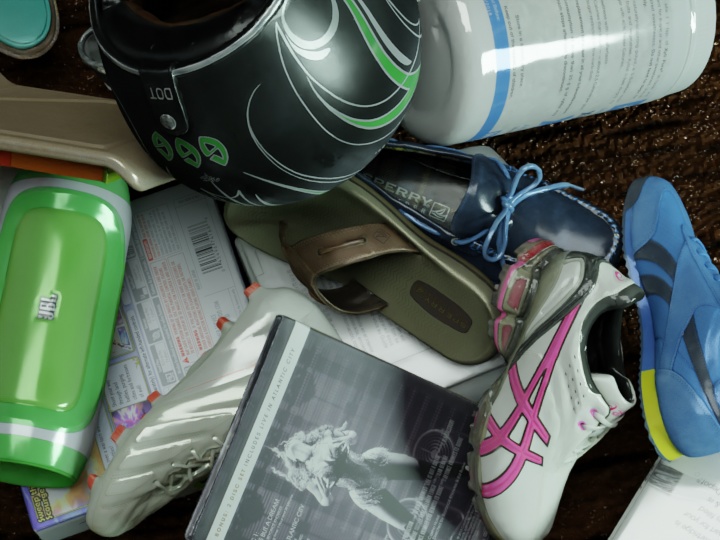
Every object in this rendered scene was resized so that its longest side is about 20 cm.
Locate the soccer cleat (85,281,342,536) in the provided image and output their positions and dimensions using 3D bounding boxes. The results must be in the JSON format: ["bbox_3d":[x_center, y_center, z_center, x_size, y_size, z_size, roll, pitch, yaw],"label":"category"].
[{"bbox_3d":[-0.093,0.097,1.398,0.078,0.069,0.200,40,86,16],"label":"soccer cleat"}]

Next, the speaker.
[{"bbox_3d":[-0.200,0.034,1.427,0.088,0.088,0.200,6,72,6],"label":"speaker"}]

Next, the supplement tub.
[{"bbox_3d":[0.118,-0.161,1.461,0.200,0.132,0.132,-13,69,-27],"label":"supplement tub"}]

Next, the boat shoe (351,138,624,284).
[{"bbox_3d":[0.069,-0.035,1.415,0.200,0.069,0.084,11,71,7],"label":"boat shoe"}]

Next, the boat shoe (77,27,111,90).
[{"bbox_3d":[-0.094,-0.151,1.473,0.199,0.068,0.074,3,74,27],"label":"boat shoe"}]

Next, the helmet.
[{"bbox_3d":[-0.055,-0.136,1.338,0.200,0.191,0.200,-13,58,21],"label":"helmet"}]

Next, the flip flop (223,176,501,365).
[{"bbox_3d":[0.000,0.000,1.399,0.200,0.081,0.058,34,39,8],"label":"flip flop"}]

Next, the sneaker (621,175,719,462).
[{"bbox_3d":[0.212,0.023,1.387,0.078,0.066,0.200,-21,53,26],"label":"sneaker"}]

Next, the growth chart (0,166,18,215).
[{"bbox_3d":[-0.284,-0.079,1.527,0.200,0.018,0.145,30,68,24],"label":"growth chart"}]

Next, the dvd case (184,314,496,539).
[{"bbox_3d":[0.004,0.133,1.397,0.200,0.016,0.149,25,83,-25],"label":"dvd case"}]

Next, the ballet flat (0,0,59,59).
[{"bbox_3d":[-0.276,-0.216,1.572,0.068,0.067,0.200,-34,73,-14],"label":"ballet flat"}]

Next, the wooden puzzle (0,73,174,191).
[{"bbox_3d":[-0.195,-0.088,1.430,0.200,0.185,0.037,14,105,16],"label":"wooden puzzle"}]

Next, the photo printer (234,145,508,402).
[{"bbox_3d":[0.037,0.016,1.473,0.200,0.069,0.167,-22,71,-5],"label":"photo printer"}]

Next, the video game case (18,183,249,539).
[{"bbox_3d":[-0.156,0.058,1.484,0.181,0.045,0.200,-19,71,-3],"label":"video game case"}]

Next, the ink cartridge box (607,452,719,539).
[{"bbox_3d":[0.246,0.166,1.402,0.145,0.085,0.200,31,74,14],"label":"ink cartridge box"}]

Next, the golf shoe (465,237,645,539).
[{"bbox_3d":[0.120,0.086,1.369,0.092,0.073,0.200,20,114,33],"label":"golf shoe"}]
